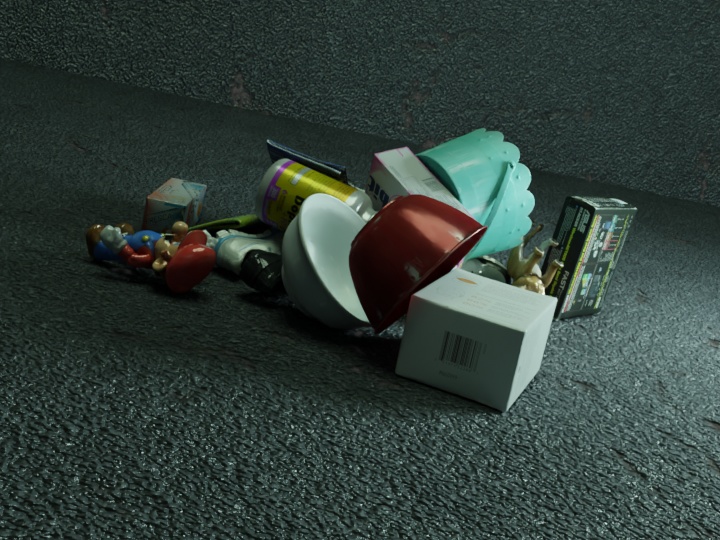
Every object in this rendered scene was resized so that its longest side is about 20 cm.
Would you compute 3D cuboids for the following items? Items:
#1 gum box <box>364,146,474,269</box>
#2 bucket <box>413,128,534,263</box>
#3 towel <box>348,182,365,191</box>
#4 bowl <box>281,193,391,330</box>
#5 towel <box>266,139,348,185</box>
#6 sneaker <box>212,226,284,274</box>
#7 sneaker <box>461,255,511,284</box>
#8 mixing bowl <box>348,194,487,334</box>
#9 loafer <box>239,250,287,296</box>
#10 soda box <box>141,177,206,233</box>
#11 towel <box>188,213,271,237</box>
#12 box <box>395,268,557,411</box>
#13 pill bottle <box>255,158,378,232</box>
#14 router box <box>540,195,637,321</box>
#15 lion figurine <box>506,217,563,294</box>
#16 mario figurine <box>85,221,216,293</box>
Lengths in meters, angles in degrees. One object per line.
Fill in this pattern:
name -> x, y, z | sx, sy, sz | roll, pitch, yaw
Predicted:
gum box -> 0.086, -0.078, 1.576 | 0.066, 0.114, 0.200 | -15, 49, -30
bucket -> 0.160, -0.109, 1.644 | 0.134, 0.210, 0.207 | -19, 29, -29
towel -> 0.054, -0.105, 1.793 | 0.198, 0.035, 0.192 | 17, 12, -30
bowl -> -0.045, 0.004, 1.439 | 0.201, 0.090, 0.203 | 38, 35, -32
towel -> -0.069, -0.128, 1.684 | 0.143, 0.024, 0.201 | 23, -24, 21
sneaker -> -0.134, -0.021, 1.603 | 0.198, 0.076, 0.086 | -11, 33, -40
sneaker -> 0.150, 0.013, 1.731 | 0.197, 0.075, 0.080 | 8, 25, 4
mixing bowl -> 0.057, -0.025, 1.357 | 0.109, 0.200, 0.200 | 47, 22, 9
loafer -> -0.094, 0.009, 1.524 | 0.070, 0.068, 0.200 | 43, 23, 24
soda box -> -0.310, -0.104, 1.758 | 0.067, 0.064, 0.200 | 12, 15, -2
towel -> -0.191, -0.071, 1.702 | 0.142, 0.023, 0.199 | -11, -1, 28
box -> 0.153, 0.083, 1.353 | 0.151, 0.108, 0.200 | 17, 15, 19
pill bottle -> -0.052, -0.086, 1.577 | 0.198, 0.105, 0.104 | 24, 17, 17
router box -> 0.373, -0.023, 1.758 | 0.062, 0.202, 0.149 | 28, 20, 36
lion figurine -> 0.263, 0.005, 1.676 | 0.072, 0.123, 0.200 | 30, 25, -3
mario figurine -> -0.280, -0.043, 1.448 | 0.198, 0.107, 0.124 | 12, 47, 30
